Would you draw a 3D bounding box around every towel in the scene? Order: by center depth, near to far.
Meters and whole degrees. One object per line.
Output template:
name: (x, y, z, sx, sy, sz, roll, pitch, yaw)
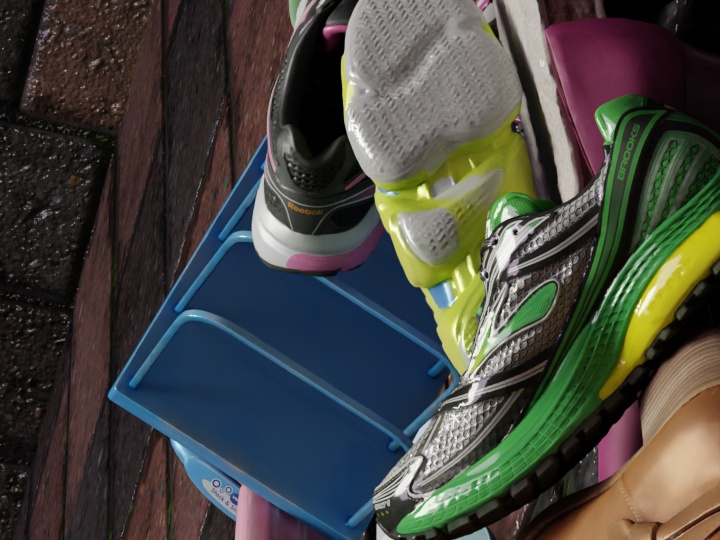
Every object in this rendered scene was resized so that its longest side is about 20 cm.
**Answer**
towel: (0.085, -0.074, 1.200, 0.133, 0.034, 0.201, -117, 12, -71)

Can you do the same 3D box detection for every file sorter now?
file sorter: (0.000, 0.000, 1.348, 0.200, 0.138, 0.123, -60, 6, -30)

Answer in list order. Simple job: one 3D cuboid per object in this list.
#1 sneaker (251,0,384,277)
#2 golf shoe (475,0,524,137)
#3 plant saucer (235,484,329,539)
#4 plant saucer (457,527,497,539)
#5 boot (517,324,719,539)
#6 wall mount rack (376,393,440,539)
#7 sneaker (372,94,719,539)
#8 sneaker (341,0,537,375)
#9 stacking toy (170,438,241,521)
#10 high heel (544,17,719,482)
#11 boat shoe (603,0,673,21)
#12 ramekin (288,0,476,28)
sneaker: (0.003, -0.098, 1.272, 0.086, 0.080, 0.201, 96, -176, -57)
golf shoe: (0.094, -0.124, 1.363, 0.092, 0.072, 0.200, -52, -6, -31)
plant saucer: (-0.040, 0.205, 1.391, 0.201, 0.051, 0.202, -176, 90, -87)
plant saucer: (0.049, 0.212, 1.291, 0.201, 0.038, 0.202, -169, 90, -79)
boot: (0.100, 0.130, 1.004, 0.155, 0.073, 0.201, -89, 17, -62)
wall mount rack: (0.011, 0.110, 1.491, 0.174, 0.074, 0.201, 126, 153, -44)
sneaker: (0.070, 0.022, 1.066, 0.200, 0.085, 0.078, -51, -13, 10)
sneaker: (0.043, -0.025, 1.211, 0.105, 0.075, 0.201, 70, -175, -70)
stacking toy: (-0.009, 0.053, 1.620, 0.200, 0.116, 0.110, -52, 1, 29)
high heel: (0.096, 0.003, 1.113, 0.067, 0.096, 0.201, -150, 72, -78)
boat shoe: (0.116, -0.195, 1.248, 0.063, 0.073, 0.202, -39, 39, 38)
ramekin: (0.030, -0.227, 1.665, 0.200, 0.097, 0.201, -169, 90, -78)
